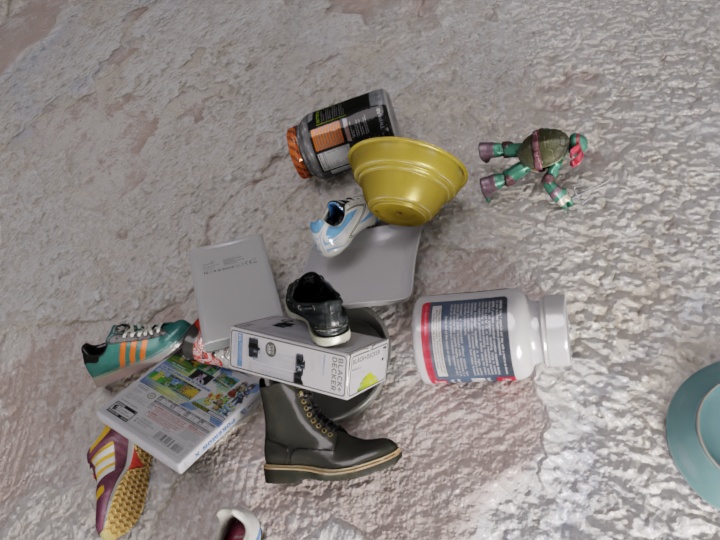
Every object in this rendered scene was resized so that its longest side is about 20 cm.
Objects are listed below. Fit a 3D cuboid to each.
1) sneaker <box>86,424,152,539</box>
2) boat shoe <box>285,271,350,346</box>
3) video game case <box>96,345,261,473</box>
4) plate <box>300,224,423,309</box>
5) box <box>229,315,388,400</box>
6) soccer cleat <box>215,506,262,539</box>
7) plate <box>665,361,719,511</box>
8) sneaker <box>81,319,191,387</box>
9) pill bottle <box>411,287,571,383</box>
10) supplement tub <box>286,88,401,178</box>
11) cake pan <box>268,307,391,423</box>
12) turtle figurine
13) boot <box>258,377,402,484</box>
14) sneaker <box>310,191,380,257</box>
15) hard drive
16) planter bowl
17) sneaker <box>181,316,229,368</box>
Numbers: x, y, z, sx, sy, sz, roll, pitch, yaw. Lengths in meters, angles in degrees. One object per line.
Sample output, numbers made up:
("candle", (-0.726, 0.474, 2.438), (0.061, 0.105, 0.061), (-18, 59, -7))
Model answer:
("sneaker", (-0.372, 0.308, 0.993), (0.088, 0.076, 0.203), (-11, 43, 13))
("boat shoe", (-0.065, 0.037, 0.917), (0.073, 0.068, 0.200), (-11, 20, -12))
("video game case", (-0.274, 0.203, 1.012), (0.197, 0.022, 0.182), (17, 40, 33))
("plate", (0.000, 0.000, 1.050), (0.195, 0.033, 0.202), (-7, 36, 17))
("box", (-0.072, 0.115, 0.915), (0.196, 0.116, 0.062), (8, 99, 27))
("soccer cleat", (-0.167, 0.399, 0.825), (0.068, 0.087, 0.203), (-13, 52, 13))
("plate", (0.454, 0.185, 0.748), (0.196, 0.026, 0.204), (-12, 51, 15))
("sneaker", (-0.381, 0.122, 1.112), (0.197, 0.081, 0.072), (-26, 16, 4))
("pill bottle", (0.176, 0.087, 0.880), (0.195, 0.120, 0.122), (-6, 53, 20))
("supplement tub", (-0.029, -0.244, 1.210), (0.196, 0.123, 0.125), (-15, 51, 12))
("cake pan", (-0.043, 0.140, 0.991), (0.196, 0.037, 0.204), (-12, 53, 16))
("turtle figurine", (0.287, -0.178, 1.044), (0.196, 0.101, 0.152), (-7, 53, 26))
("boot", (-0.050, 0.204, 0.883), (0.195, 0.077, 0.142), (-10, 84, 15))
("sneaker", (-0.015, -0.097, 1.102), (0.071, 0.074, 0.200), (0, 31, 34))
("hard drive", (-0.203, 0.031, 1.073), (0.129, 0.027, 0.202), (-13, 51, -10))
("planter bowl", (0.068, -0.125, 1.047), (0.196, 0.200, 0.085), (5, 73, 26))
("sneaker", (-0.204, 0.076, 1.097), (0.106, 0.068, 0.203), (14, 48, 10))
